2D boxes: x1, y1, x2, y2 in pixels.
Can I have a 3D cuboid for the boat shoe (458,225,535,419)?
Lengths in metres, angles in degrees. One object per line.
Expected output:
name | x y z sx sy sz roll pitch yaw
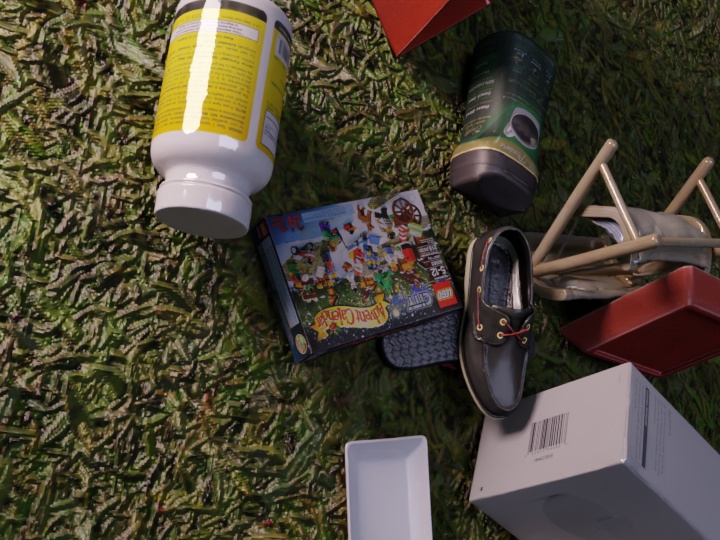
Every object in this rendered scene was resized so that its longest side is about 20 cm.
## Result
boat shoe | 0.150 0.054 0.902 0.072 0.063 0.207 7 75 -20

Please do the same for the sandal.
sandal | 0.105 0.077 0.937 0.195 0.045 0.077 0 76 -21

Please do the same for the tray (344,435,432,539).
tray | 0.027 0.274 0.852 0.105 0.022 0.206 4 80 -36

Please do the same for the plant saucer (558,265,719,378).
plant saucer | 0.381 0.076 1.031 0.197 0.199 0.037 19 54 -31

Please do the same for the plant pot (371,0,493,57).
plant pot | 0.098 -0.393 0.926 0.199 0.199 0.178 -37 92 -34

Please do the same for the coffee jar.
coffee jar | 0.168 -0.171 0.992 0.103 0.084 0.204 27 66 -32

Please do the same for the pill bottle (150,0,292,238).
pill bottle | -0.127 -0.139 0.758 0.111 0.112 0.205 17 72 -32

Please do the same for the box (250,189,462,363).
box | 0.000 0.000 0.854 0.197 0.038 0.139 -14 77 -36

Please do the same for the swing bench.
swing bench | 0.311 -0.035 0.993 0.195 0.200 0.132 0 61 -34

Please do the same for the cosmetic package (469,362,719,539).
cosmetic package | 0.260 0.228 0.907 0.200 0.198 0.124 42 45 -22
